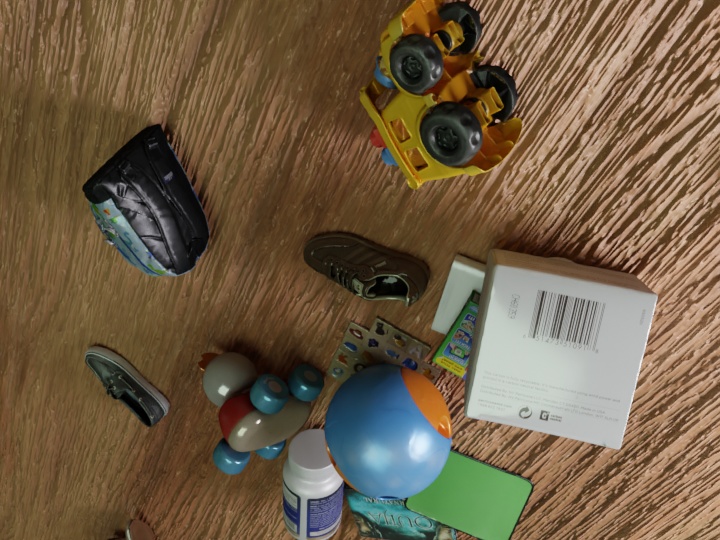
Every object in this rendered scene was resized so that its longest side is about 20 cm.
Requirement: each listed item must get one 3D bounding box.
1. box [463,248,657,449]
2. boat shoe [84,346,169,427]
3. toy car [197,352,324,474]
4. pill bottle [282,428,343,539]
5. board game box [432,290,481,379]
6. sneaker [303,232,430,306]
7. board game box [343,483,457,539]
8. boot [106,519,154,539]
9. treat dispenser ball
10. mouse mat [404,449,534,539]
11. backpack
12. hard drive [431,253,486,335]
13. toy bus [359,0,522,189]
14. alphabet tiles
[{"bbox_3d":[0.244,0.093,0.920,0.195,0.131,0.204,11,102,7],"label":"box"},{"bbox_3d":[-0.464,0.228,1.413,0.199,0.057,0.069,41,129,-7],"label":"boat shoe"},{"bbox_3d":[-0.198,0.205,1.251,0.200,0.176,0.186,47,119,25],"label":"toy car"},{"bbox_3d":[-0.087,0.396,1.329,0.114,0.116,0.203,14,127,13],"label":"pill bottle"},{"bbox_3d":[0.218,0.129,1.040,0.198,0.029,0.136,29,128,3],"label":"board game box"},{"bbox_3d":[0.000,0.000,1.048,0.197,0.076,0.071,11,127,15],"label":"sneaker"},{"bbox_3d":[0.076,0.457,1.358,0.197,0.028,0.137,-4,120,25],"label":"board game box"},{"bbox_3d":[-0.567,0.673,1.755,0.144,0.070,0.203,-2,121,26],"label":"boot"},{"bbox_3d":[0.042,0.247,1.110,0.198,0.202,0.204,11,126,15],"label":"treat dispenser ball"},{"bbox_3d":[0.186,0.393,1.258,0.197,0.008,0.163,20,116,6],"label":"mouse mat"},{"bbox_3d":[-0.314,-0.085,1.086,0.152,0.164,0.201,-17,122,41],"label":"backpack"},{"bbox_3d":[0.211,0.067,1.036,0.197,0.026,0.133,21,128,8],"label":"hard drive"},{"bbox_3d":[0.068,-0.203,0.861,0.190,0.136,0.202,-13,115,47],"label":"toy bus"},{"bbox_3d":[0.035,0.168,1.192,0.165,0.006,0.201,28,129,3],"label":"alphabet tiles"}]
